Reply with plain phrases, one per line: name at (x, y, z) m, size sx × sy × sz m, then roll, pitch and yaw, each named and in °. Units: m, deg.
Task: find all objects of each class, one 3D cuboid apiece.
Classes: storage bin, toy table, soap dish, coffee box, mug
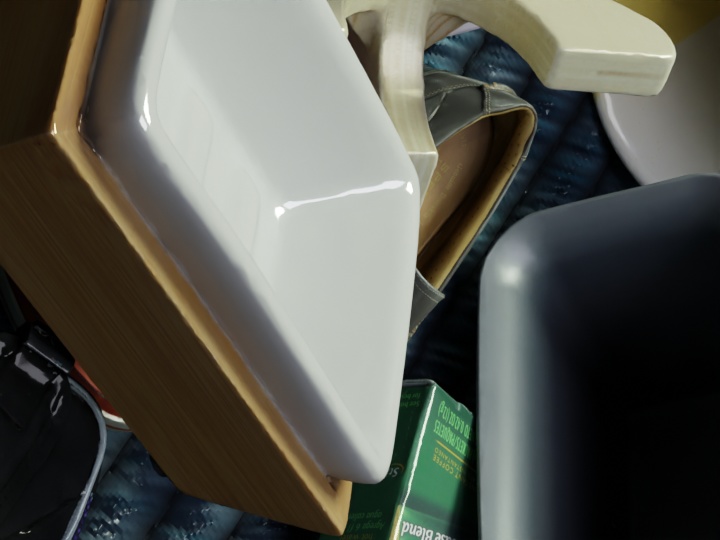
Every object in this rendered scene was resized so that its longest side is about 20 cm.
storage bin at (0.139, 0.081, 1.025) m, size 0.134 × 0.145 × 0.201 m, roll 53°, pitch 30°, yaw -48°
toy table at (0.020, -0.114, 0.922) m, size 0.199 × 0.117 × 0.185 m, roll -8°, pitch 134°, yaw -15°
soap dish at (-0.053, -0.031, 0.790) m, size 0.200 × 0.081 × 0.158 m, roll 57°, pitch 29°, yaw -42°
coffee box at (0.024, 0.161, 0.993) m, size 0.123 × 0.044 × 0.201 m, roll 43°, pitch 53°, yaw -41°
mug at (0.202, -0.125, 1.099) m, size 0.153 × 0.149 × 0.188 m, roll -30°, pitch 117°, yaw -42°

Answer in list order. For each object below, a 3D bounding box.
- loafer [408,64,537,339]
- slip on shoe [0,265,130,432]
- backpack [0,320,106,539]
loafer at (0.000, 0.000, 0.982) m, size 0.073 × 0.072 × 0.201 m, roll 41°, pitch 68°, yaw -34°
slip on shoe at (-0.099, -0.035, 0.908) m, size 0.074 × 0.061 × 0.201 m, roll -20°, pitch 106°, yaw -38°
backpack at (-0.198, 0.094, 0.774) m, size 0.177 × 0.150 × 0.201 m, roll 37°, pitch 60°, yaw -28°
